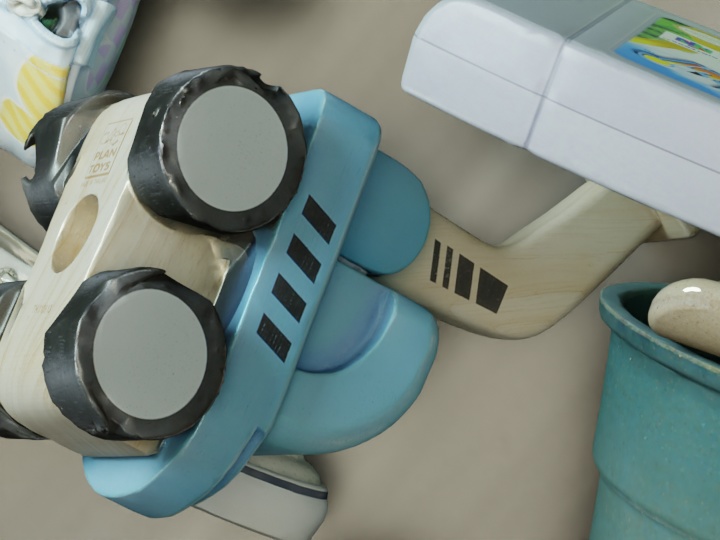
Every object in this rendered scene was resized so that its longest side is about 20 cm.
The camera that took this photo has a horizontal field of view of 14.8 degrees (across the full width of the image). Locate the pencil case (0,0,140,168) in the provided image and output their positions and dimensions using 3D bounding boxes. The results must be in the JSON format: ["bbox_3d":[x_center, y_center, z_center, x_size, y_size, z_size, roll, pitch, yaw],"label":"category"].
[{"bbox_3d":[-0.167,-0.104,0.894,0.199,0.091,0.084,23,99,4],"label":"pencil case"}]

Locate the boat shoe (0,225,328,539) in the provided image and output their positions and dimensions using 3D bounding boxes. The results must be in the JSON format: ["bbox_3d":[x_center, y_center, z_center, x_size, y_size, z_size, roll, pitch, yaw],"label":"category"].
[{"bbox_3d":[-0.088,0.011,0.905,0.201,0.075,0.086,28,88,12],"label":"boat shoe"}]

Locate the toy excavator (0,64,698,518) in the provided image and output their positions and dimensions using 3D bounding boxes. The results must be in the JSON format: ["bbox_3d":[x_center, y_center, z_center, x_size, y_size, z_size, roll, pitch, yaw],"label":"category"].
[{"bbox_3d":[0.000,0.000,0.850,0.199,0.100,0.196,30,72,-27],"label":"toy excavator"}]

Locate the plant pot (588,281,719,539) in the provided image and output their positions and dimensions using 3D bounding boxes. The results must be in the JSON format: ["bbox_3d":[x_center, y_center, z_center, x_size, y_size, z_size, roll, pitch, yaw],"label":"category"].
[{"bbox_3d":[0.143,0.127,0.837,0.199,0.200,0.197,15,100,3],"label":"plant pot"}]

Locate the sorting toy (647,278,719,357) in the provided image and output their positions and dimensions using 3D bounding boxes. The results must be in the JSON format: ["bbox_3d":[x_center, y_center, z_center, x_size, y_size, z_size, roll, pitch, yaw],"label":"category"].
[{"bbox_3d":[0.195,0.025,0.798,0.184,0.200,0.037,19,100,21],"label":"sorting toy"}]

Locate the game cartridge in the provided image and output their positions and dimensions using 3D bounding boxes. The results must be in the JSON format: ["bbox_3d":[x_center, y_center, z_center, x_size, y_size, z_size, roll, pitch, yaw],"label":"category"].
[{"bbox_3d":[0.115,-0.034,0.777,0.199,0.133,0.041,23,109,8],"label":"game cartridge"}]
